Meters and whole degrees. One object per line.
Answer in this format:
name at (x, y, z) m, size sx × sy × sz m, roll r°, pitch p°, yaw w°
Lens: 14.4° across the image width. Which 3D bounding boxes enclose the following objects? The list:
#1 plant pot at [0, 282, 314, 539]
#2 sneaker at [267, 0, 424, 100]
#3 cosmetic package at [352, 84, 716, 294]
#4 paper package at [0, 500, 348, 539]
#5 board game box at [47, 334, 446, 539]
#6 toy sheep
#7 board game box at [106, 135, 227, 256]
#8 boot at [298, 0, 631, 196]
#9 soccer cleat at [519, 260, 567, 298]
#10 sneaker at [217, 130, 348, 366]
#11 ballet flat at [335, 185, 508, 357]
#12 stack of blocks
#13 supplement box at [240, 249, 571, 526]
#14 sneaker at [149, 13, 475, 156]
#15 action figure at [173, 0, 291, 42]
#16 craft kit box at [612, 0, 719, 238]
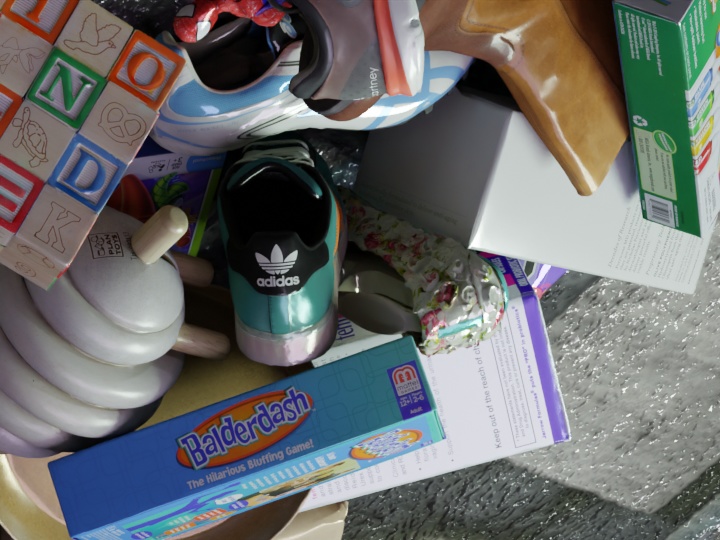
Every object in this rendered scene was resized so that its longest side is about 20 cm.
plant pot at (-0.118, 0.087, 1.597) m, size 0.199 × 0.028 × 0.201 m, roll -4°, pitch 118°, yaw -7°
sneaker at (-0.026, -0.174, 1.350) m, size 0.081 × 0.201 × 0.077 m, roll -13°, pitch -176°, yaw 0°
cosmetic package at (0.106, -0.051, 1.638) m, size 0.199 × 0.107 × 0.085 m, roll 10°, pitch 100°, yaw -43°
paper package at (-0.122, 0.199, 1.820) m, size 0.199 × 0.104 × 0.191 m, roll -17°, pitch 144°, yaw -19°
board game box at (-0.056, 0.096, 1.515) m, size 0.199 × 0.045 × 0.152 m, roll -19°, pitch 170°, yaw 0°
toy sheep at (-0.147, 0.029, 1.474) m, size 0.137 × 0.138 × 0.200 m, roll 9°, pitch 134°, yaw -43°
board game box at (-0.181, -0.023, 1.537) m, size 0.199 × 0.045 × 0.135 m, roll -10°, pitch 142°, yaw -26°
boot at (0.066, -0.107, 1.498) m, size 0.200 × 0.068 × 0.189 m, roll 49°, pitch 57°, yaw -39°
soccer cleat at (0.068, 0.035, 1.770) m, size 0.199 × 0.073 × 0.068 m, roll -34°, pitch 146°, yaw 7°
sneaker at (-0.041, -0.036, 1.512) m, size 0.071 × 0.200 × 0.080 m, roll -4°, pitch 122°, yaw -3°
ballet flat at (0.000, 0.000, 1.578) m, size 0.064 × 0.199 × 0.076 m, roll -29°, pitch 117°, yaw -29°
stack of blocks at (-0.195, -0.095, 1.305) m, size 0.116 × 0.199 × 0.059 m, roll -61°, pitch -171°, yaw -18°
supplement box at (0.010, 0.063, 1.681) m, size 0.199 × 0.101 × 0.104 m, roll -16°, pitch 113°, yaw -2°
sneaker at (-0.022, -0.113, 1.517) m, size 0.199 × 0.072 × 0.073 m, roll -16°, pitch 137°, yaw -24°
action figure at (-0.026, -0.177, 1.410) m, size 0.200 × 0.065 × 0.099 m, roll -41°, pitch -177°, yaw 19°
craft kit box at (0.207, -0.152, 1.562) m, size 0.198 × 0.048 × 0.200 m, roll -61°, pitch 156°, yaw -25°
